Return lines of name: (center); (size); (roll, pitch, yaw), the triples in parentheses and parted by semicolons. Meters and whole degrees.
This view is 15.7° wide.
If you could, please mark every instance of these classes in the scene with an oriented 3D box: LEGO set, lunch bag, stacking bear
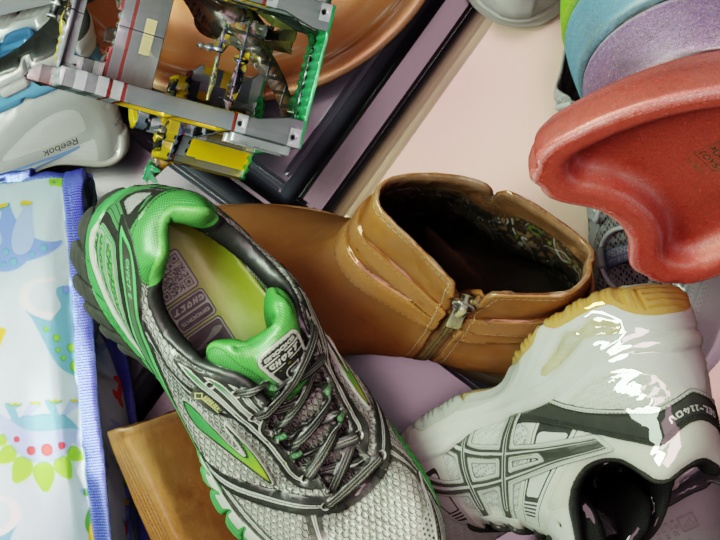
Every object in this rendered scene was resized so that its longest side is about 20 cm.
LEGO set: (-0.074, -0.132, 1.043); (0.115, 0.154, 0.201); (14, 97, -14)
lunch bag: (-0.182, 0.064, 1.093); (0.169, 0.127, 0.201); (-7, 98, 3)
stacking bear: (0.123, -0.117, 1.013); (0.113, 0.121, 0.201); (-25, 52, 26)

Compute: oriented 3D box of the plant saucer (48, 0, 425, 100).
plant saucer: (-0.054, -0.172, 1.137); (0.199, 0.037, 0.201); (0, 88, 3)

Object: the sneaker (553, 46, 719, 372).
sneaker: (0.108, -0.046, 1.085); (0.075, 0.082, 0.201); (-21, 65, 43)

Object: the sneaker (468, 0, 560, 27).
sneaker: (0.080, -0.207, 1.105); (0.075, 0.088, 0.201); (4, 88, 5)

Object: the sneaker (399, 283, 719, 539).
sneaker: (0.075, 0.085, 1.048); (0.075, 0.200, 0.088); (-7, 66, -29)

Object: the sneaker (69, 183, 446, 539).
sneaker: (-0.037, 0.052, 1.018); (0.078, 0.085, 0.200); (-43, 100, -15)

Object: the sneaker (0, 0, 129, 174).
sneaker: (-0.192, -0.043, 1.128); (0.199, 0.075, 0.087); (-17, 122, 15)

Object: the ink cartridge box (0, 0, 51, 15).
ink cartridge box: (-0.216, -0.175, 1.095); (0.199, 0.083, 0.147); (-12, 78, 14)

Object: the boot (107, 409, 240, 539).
boot: (-0.053, 0.154, 1.046); (0.068, 0.188, 0.201); (-15, 96, 41)

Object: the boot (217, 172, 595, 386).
boot: (0.000, 0.000, 1.065); (0.199, 0.155, 0.077); (18, 76, 3)

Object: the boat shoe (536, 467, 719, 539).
boat shoe: (0.162, 0.097, 1.079); (0.199, 0.060, 0.074); (-21, 113, 17)
